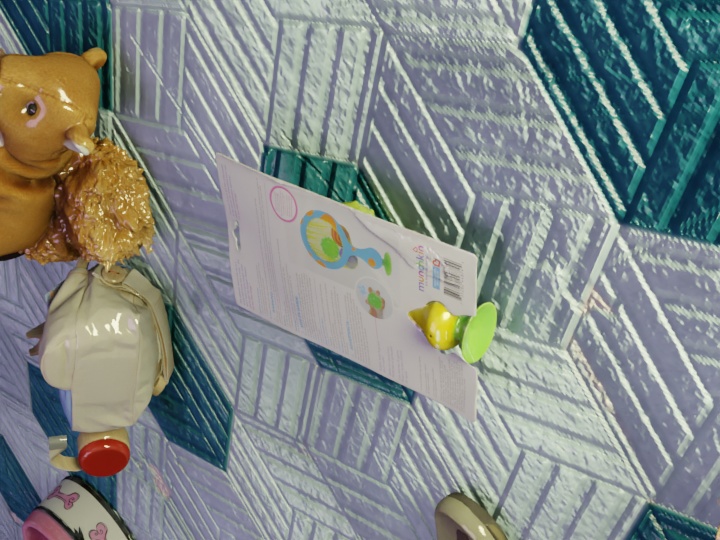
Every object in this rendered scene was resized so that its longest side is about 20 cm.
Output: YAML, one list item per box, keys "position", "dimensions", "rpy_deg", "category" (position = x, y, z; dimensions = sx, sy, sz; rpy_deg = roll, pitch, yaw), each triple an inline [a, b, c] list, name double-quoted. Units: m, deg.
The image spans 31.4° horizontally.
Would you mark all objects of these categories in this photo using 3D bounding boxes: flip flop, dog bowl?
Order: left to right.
- position: [-0.323, 0.347, 1.510]
  dimensions: [0.199, 0.073, 0.202]
  rpy_deg: [35, 142, 33]
  category: "dog bowl"
- position: [0.077, 0.243, 0.870]
  dimensions: [0.081, 0.057, 0.203]
  rpy_deg: [20, 133, 45]
  category: "flip flop"

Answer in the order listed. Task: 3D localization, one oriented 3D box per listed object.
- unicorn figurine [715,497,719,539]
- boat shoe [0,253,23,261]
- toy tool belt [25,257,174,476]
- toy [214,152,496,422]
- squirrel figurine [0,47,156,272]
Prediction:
- position: [0.234, 0.137, 0.556]
  dimensions: [0.137, 0.074, 0.200]
  rpy_deg: [45, 162, 3]
  category: "unicorn figurine"
- position: [-0.328, -0.090, 1.143]
  dimensions: [0.077, 0.071, 0.201]
  rpy_deg: [61, 151, 24]
  category: "boat shoe"
- position: [-0.227, 0.071, 1.115]
  dimensions: [0.202, 0.123, 0.124]
  rpy_deg: [100, 160, -44]
  category: "toy tool belt"
- position: [0.000, 0.000, 0.775]
  dimensions: [0.198, 0.047, 0.117]
  rpy_deg: [26, 134, 36]
  category: "toy"
- position: [-0.240, -0.087, 0.973]
  dimensions: [0.199, 0.143, 0.186]
  rpy_deg: [32, 132, -33]
  category: "squirrel figurine"
